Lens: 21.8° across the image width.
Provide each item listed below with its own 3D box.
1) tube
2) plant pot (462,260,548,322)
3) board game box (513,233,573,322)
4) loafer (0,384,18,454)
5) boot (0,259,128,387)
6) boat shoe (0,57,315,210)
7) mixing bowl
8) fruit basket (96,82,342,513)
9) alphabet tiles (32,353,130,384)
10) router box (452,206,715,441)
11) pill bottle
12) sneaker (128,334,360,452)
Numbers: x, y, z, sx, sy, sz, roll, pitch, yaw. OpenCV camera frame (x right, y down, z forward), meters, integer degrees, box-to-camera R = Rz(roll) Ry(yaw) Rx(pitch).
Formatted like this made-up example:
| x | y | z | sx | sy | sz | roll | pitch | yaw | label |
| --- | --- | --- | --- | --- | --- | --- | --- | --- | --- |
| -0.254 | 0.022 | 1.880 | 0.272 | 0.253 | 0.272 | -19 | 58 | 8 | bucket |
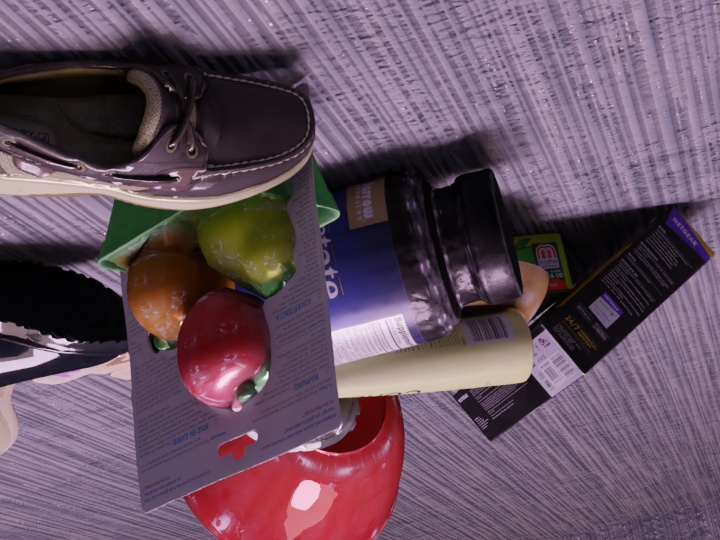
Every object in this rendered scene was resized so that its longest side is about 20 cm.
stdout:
| x | y | z | sx | sy | sz | roll | pitch | yaw | label |
| --- | --- | --- | --- | --- | --- | --- | --- | --- | --- |
| 0.020 | 0.063 | 1.286 | 0.198 | 0.052 | 0.058 | -5 | 156 | -20 | tube |
| 0.043 | 0.039 | 1.357 | 0.198 | 0.028 | 0.200 | -11 | 164 | -3 | plant pot |
| 0.049 | 0.018 | 1.420 | 0.198 | 0.048 | 0.102 | -5 | 162 | -23 | board game box |
| -0.297 | 0.100 | 1.376 | 0.068 | 0.076 | 0.200 | -43 | 168 | -27 | loafer |
| -0.262 | 0.078 | 1.232 | 0.199 | 0.077 | 0.169 | 5 | 127 | -31 | boot |
| -0.113 | -0.073 | 0.958 | 0.199 | 0.073 | 0.066 | -1 | 167 | -19 | boat shoe |
| -0.042 | 0.121 | 1.460 | 0.198 | 0.202 | 0.109 | -4 | 154 | -25 | mixing bowl |
| -0.074 | 0.018 | 1.063 | 0.093 | 0.202 | 0.185 | 5 | 156 | -42 | fruit basket |
| -0.197 | 0.056 | 1.435 | 0.194 | 0.015 | 0.200 | -21 | 161 | 26 | alphabet tiles |
| 0.172 | 0.045 | 1.470 | 0.157 | 0.052 | 0.200 | -39 | 176 | -26 | router box |
| 0.000 | 0.000 | 1.213 | 0.198 | 0.113 | 0.112 | -15 | 164 | 9 | pill bottle |
| -0.094 | 0.079 | 1.350 | 0.199 | 0.067 | 0.090 | 15 | 169 | 36 | sneaker |
